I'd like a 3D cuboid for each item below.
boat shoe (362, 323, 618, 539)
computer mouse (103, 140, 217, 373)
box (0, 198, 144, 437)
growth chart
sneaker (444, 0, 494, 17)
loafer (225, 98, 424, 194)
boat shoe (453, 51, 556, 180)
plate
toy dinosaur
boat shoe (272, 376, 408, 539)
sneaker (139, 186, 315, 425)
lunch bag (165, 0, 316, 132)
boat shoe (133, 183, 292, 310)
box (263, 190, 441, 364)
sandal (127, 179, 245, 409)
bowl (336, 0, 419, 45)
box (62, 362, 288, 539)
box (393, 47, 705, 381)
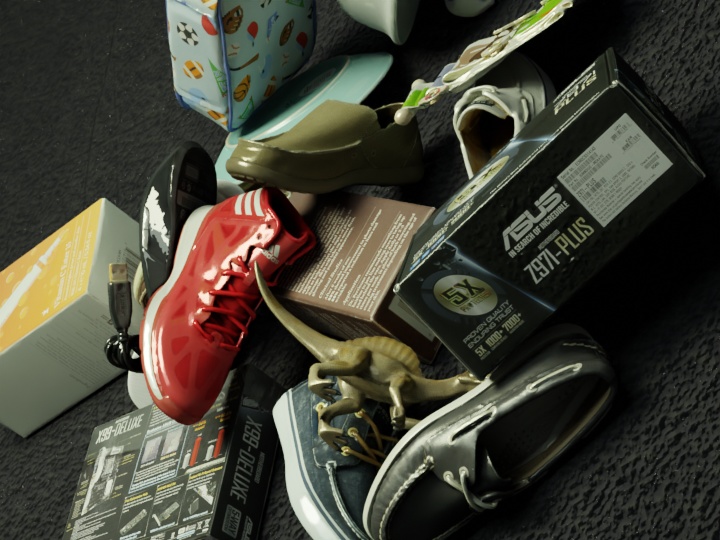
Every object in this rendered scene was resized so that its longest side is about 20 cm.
[{"bbox_3d":[0.086,0.120,1.178,0.200,0.074,0.060,-40,28,5],"label":"boat shoe"},{"bbox_3d":[-0.170,-0.009,1.449,0.046,0.140,0.202,1,85,25],"label":"computer mouse"},{"bbox_3d":[-0.279,0.046,1.696,0.199,0.097,0.125,-33,36,29],"label":"box"},{"bbox_3d":[0.113,-0.183,1.424,0.199,0.018,0.145,-34,10,11],"label":"growth chart"},{"bbox_3d":[0.126,-0.313,1.538,0.200,0.088,0.081,-45,31,9],"label":"sneaker"},{"bbox_3d":[-0.027,-0.100,1.424,0.076,0.199,0.068,12,103,40],"label":"loafer"},{"bbox_3d":[0.105,-0.110,1.378,0.071,0.070,0.201,-32,37,29],"label":"boat shoe"},{"bbox_3d":[-0.059,-0.142,1.602,0.199,0.026,0.200,-33,16,11],"label":"plate"},{"bbox_3d":[-0.003,0.072,1.269,0.101,0.198,0.059,-57,-14,-51],"label":"toy dinosaur"},{"bbox_3d":[-0.003,0.128,1.281,0.091,0.071,0.201,-42,34,12],"label":"boat shoe"},{"bbox_3d":[-0.100,0.014,1.386,0.115,0.078,0.202,-27,44,41],"label":"sneaker"},{"bbox_3d":[-0.098,-0.229,1.582,0.075,0.201,0.161,28,57,18],"label":"lunch bag"},{"bbox_3d":[-0.119,-0.020,1.580,0.202,0.075,0.075,-42,39,16],"label":"boat shoe"},{"bbox_3d":[0.000,0.000,1.405,0.199,0.075,0.101,15,72,55],"label":"box"},{"bbox_3d":[-0.135,0.026,1.543,0.059,0.078,0.209,-6,-66,-87],"label":"sandal"},{"bbox_3d":[0.009,-0.302,1.567,0.089,0.202,0.203,9,56,8],"label":"bowl"},{"bbox_3d":[-0.155,0.177,1.449,0.199,0.050,0.159,-24,41,37],"label":"box"},{"bbox_3d":[0.125,-0.042,1.212,0.200,0.086,0.164,-43,6,15],"label":"box"}]
